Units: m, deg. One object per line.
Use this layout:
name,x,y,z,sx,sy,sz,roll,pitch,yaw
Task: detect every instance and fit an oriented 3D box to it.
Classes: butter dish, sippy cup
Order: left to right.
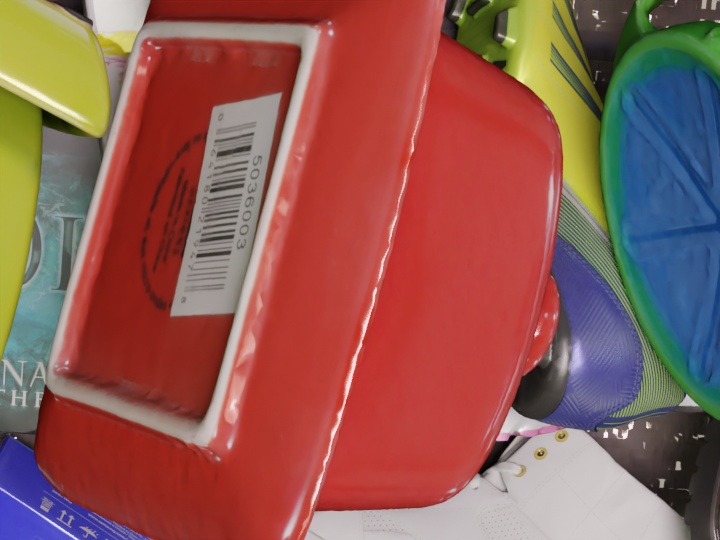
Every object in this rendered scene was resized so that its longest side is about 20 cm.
butter dish,0.000,0.000,0.806,0.147,0.199,0.201,17,87,-30
sippy cup,0.167,-0.029,0.823,0.130,0.140,0.179,-16,99,-20

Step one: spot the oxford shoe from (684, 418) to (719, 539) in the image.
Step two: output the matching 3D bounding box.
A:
oxford shoe,0.178,0.021,0.903,0.072,0.084,0.201,12,79,-20

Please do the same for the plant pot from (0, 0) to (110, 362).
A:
plant pot,-0.198,-0.036,0.832,0.198,0.200,0.182,28,88,-13

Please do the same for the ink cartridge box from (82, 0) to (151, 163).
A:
ink cartridge box,-0.044,-0.091,0.906,0.114,0.068,0.202,-8,91,-5

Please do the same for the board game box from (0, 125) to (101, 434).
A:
board game box,-0.127,-0.004,0.962,0.198,0.028,0.136,4,102,-4

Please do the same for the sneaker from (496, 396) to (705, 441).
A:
sneaker,0.079,0.014,0.959,0.199,0.080,0.087,-7,96,-12

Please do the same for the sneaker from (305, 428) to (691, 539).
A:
sneaker,0.035,0.102,0.977,0.199,0.074,0.116,24,67,14

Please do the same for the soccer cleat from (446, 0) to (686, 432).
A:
soccer cleat,0.077,-0.032,0.917,0.083,0.065,0.201,8,60,-25

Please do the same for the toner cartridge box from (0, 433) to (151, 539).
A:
toner cartridge box,-0.087,0.161,0.979,0.199,0.043,0.095,35,111,-6
